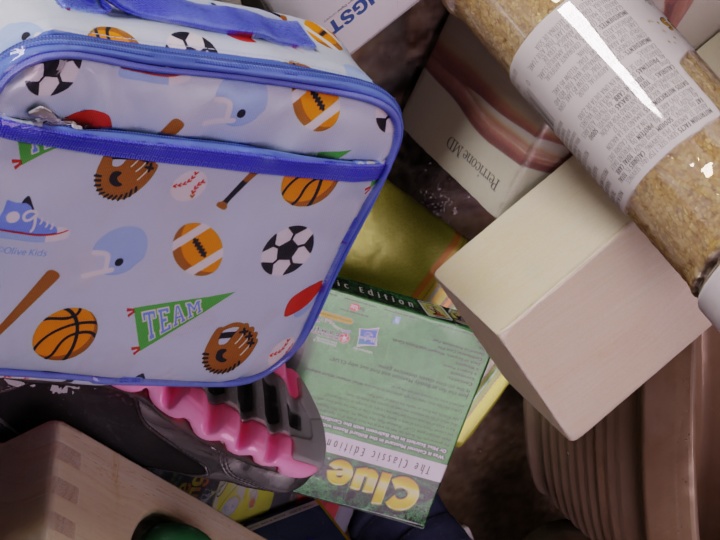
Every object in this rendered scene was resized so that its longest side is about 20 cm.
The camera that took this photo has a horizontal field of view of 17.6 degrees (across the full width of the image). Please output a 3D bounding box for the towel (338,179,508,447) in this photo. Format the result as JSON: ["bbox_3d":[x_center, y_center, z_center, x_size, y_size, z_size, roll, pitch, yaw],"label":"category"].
[{"bbox_3d":[0.000,0.000,1.089,0.200,0.018,0.086,36,93,-27],"label":"towel"}]

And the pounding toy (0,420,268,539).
[{"bbox_3d":[-0.128,0.166,0.991,0.199,0.143,0.184,-25,137,31],"label":"pounding toy"}]

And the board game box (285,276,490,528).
[{"bbox_3d":[-0.047,0.045,1.060,0.199,0.023,0.105,17,107,-13],"label":"board game box"}]

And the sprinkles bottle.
[{"bbox_3d":[0.116,-0.061,0.940,0.068,0.200,0.068,-34,161,-14],"label":"sprinkles bottle"}]

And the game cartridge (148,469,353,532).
[{"bbox_3d":[-0.066,0.113,1.143,0.133,0.041,0.201,6,117,-30],"label":"game cartridge"}]

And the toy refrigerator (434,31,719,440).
[{"bbox_3d":[0.135,-0.027,1.016,0.200,0.070,0.076,-41,127,-4],"label":"toy refrigerator"}]

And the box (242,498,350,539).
[{"bbox_3d":[-0.003,0.193,1.076,0.070,0.200,0.065,-19,128,-20],"label":"box"}]

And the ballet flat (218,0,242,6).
[{"bbox_3d":[-0.080,-0.080,0.940,0.068,0.068,0.200,-2,148,-4],"label":"ballet flat"}]

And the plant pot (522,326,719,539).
[{"bbox_3d":[0.136,0.062,1.168,0.092,0.201,0.201,1,131,16],"label":"plant pot"}]

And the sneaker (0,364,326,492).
[{"bbox_3d":[-0.114,0.057,1.016,0.199,0.079,0.096,23,125,-12],"label":"sneaker"}]

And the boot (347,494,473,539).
[{"bbox_3d":[0.033,0.170,1.225,0.073,0.091,0.200,-26,160,-18],"label":"boot"}]

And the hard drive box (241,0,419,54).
[{"bbox_3d":[-0.017,-0.202,0.930,0.156,0.077,0.200,-38,132,-4],"label":"hard drive box"}]

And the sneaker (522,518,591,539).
[{"bbox_3d":[0.121,0.177,1.270,0.067,0.090,0.200,-20,136,9],"label":"sneaker"}]

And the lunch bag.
[{"bbox_3d":[-0.089,-0.035,0.878,0.199,0.076,0.161,5,126,-39],"label":"lunch bag"}]

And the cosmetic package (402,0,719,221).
[{"bbox_3d":[0.110,-0.123,1.047,0.087,0.103,0.201,11,112,-37],"label":"cosmetic package"}]
